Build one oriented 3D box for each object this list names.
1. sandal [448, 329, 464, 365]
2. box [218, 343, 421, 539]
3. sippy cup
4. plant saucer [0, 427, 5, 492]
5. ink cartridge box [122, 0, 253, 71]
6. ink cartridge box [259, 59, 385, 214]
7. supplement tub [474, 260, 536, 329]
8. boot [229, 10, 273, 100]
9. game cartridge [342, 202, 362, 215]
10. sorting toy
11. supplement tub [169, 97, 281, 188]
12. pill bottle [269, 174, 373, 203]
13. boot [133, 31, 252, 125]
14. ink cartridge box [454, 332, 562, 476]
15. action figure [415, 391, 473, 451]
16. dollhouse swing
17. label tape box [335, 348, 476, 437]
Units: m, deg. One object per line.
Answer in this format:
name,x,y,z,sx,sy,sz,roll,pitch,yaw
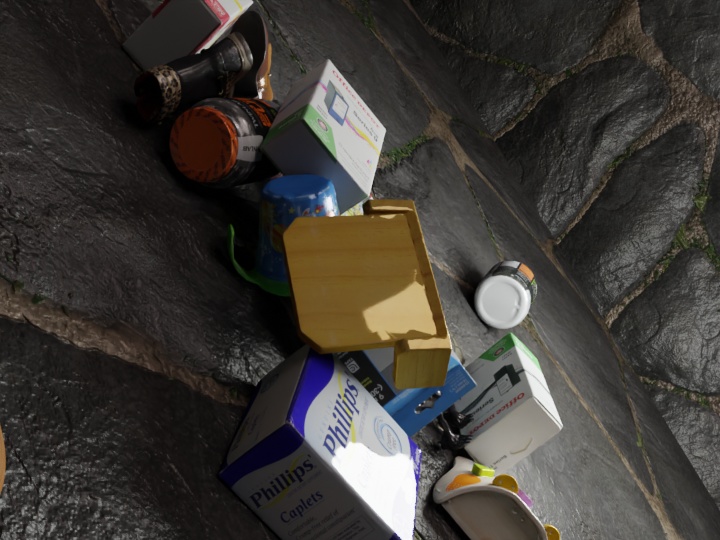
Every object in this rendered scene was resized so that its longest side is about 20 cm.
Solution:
sandal,0.119,0.105,1.578,0.082,0.055,0.201,38,11,-48
box,-0.035,0.211,0.999,0.200,0.104,0.184,48,21,-13
sippy cup,-0.079,-0.053,1.196,0.177,0.138,0.132,-30,124,-45
plant saucer,-0.330,0.106,0.627,0.200,0.037,0.201,45,22,-23
ink cartridge box,-0.258,-0.379,1.385,0.083,0.145,0.201,46,22,-14
ink cartridge box,-0.048,-0.188,1.294,0.146,0.087,0.201,49,28,-22
supplement tub,0.325,0.048,2.000,0.123,0.122,0.200,54,20,2
boot,-0.168,-0.356,1.531,0.201,0.067,0.191,-73,163,-63
game cartridge,-0.018,-0.056,1.350,0.200,0.041,0.134,50,28,-20
sorting toy,0.196,0.346,1.332,0.201,0.107,0.180,50,2,-9
supplement tub,-0.179,-0.181,1.278,0.123,0.122,0.200,54,20,2
pill bottle,-0.048,-0.113,1.464,0.201,0.113,0.114,51,21,-6
boot,-0.246,-0.252,1.270,0.150,0.199,0.074,-32,94,-32
ink cartridge box,0.232,0.216,1.478,0.083,0.146,0.201,45,16,-20
action figure,0.099,0.169,1.360,0.201,0.101,0.119,50,32,-13
dollhouse swing,0.003,0.039,1.105,0.182,0.173,0.203,90,-12,-63
label tape box,0.049,0.126,1.243,0.201,0.144,0.063,52,5,-1
